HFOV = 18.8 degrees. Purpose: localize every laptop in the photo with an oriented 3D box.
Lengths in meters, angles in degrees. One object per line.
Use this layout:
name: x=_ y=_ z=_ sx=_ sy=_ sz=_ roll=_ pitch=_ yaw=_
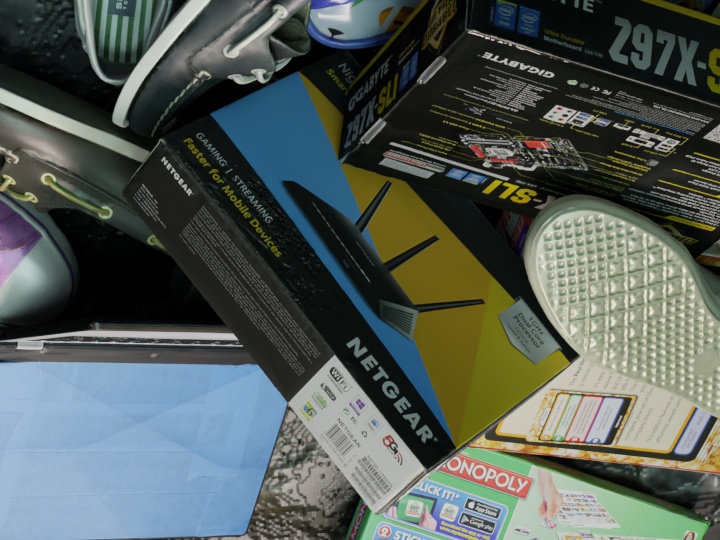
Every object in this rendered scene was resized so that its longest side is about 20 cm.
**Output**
laptop: x=-0.096 y=0.087 z=1.135 sx=0.186 sy=0.200 sz=0.117 roll=2 pitch=85 yaw=-31

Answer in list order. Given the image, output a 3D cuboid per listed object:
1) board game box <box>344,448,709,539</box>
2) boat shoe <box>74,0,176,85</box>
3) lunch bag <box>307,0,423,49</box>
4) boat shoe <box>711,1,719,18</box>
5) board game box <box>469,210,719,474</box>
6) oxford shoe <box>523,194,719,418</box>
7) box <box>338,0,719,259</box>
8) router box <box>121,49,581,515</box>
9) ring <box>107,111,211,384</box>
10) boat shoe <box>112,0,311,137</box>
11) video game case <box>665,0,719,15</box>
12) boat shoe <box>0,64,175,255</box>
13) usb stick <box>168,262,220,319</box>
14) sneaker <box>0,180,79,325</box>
board game box: x=0.088 y=0.175 z=1.257 sx=0.199 sy=0.029 sz=0.135 roll=20 pitch=94 yaw=-16
boat shoe: x=-0.105 y=-0.186 z=1.048 sx=0.073 sy=0.067 sz=0.201 roll=-1 pitch=117 yaw=-6
lunch bag: x=0.049 y=-0.196 z=1.059 sx=0.199 sy=0.076 sz=0.161 roll=-14 pitch=120 yaw=2
boat shoe: x=0.190 y=-0.087 z=1.097 sx=0.073 sy=0.063 sz=0.201 roll=-7 pitch=153 yaw=-36
board game box: x=0.153 y=0.036 z=1.176 sx=0.199 sy=0.046 sz=0.152 roll=8 pitch=126 yaw=-20
oxford shoe: x=0.147 y=0.017 z=1.088 sx=0.200 sy=0.058 sz=0.075 roll=31 pitch=112 yaw=-37
box: x=0.110 y=-0.073 z=1.023 sx=0.199 sy=0.050 sz=0.160 roll=15 pitch=158 yaw=-16
router box: x=0.000 y=0.000 z=1.061 sx=0.200 sy=0.149 sz=0.051 roll=51 pitch=133 yaw=7
ring: x=-0.151 y=0.009 z=1.172 sx=0.199 sy=0.019 sz=0.202 roll=-3 pitch=118 yaw=-6
boat shoe: x=-0.048 y=-0.122 z=1.018 sx=0.060 sy=0.076 sz=0.200 roll=39 pitch=129 yaw=-4
video game case: x=0.134 y=-0.129 z=1.063 sx=0.142 sy=0.018 sz=0.200 roll=-23 pitch=157 yaw=5
boat shoe: x=-0.146 y=-0.055 z=1.088 sx=0.200 sy=0.072 sz=0.061 roll=21 pitch=103 yaw=-21
usb stick: x=-0.009 y=0.005 z=1.137 sx=0.199 sy=0.033 sz=0.056 roll=3 pitch=127 yaw=-36
sneaker: x=-0.236 y=-0.017 z=1.080 sx=0.200 sy=0.114 sz=0.073 roll=31 pitch=112 yaw=-12
